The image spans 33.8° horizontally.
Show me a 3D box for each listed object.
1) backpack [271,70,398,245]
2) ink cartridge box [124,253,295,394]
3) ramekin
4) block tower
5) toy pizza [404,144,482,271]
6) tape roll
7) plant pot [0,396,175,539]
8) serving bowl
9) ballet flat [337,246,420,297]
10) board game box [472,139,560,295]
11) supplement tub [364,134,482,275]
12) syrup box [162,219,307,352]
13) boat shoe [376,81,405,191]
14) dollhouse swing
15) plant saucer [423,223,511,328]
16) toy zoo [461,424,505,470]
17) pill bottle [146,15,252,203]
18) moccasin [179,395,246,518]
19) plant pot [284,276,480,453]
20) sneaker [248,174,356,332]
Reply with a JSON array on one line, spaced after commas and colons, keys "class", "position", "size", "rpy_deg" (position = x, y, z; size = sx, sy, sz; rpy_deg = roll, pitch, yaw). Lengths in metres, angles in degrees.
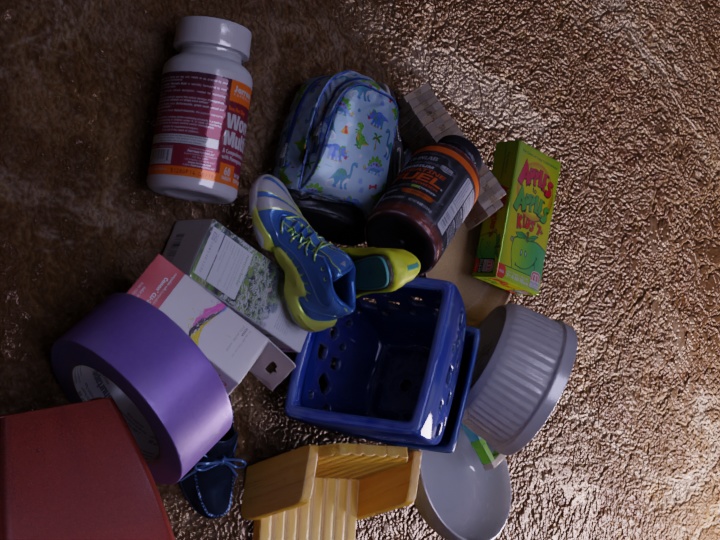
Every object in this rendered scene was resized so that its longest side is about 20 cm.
[{"class": "backpack", "position": [-0.031, -0.155, 1.529], "size": [0.162, 0.153, 0.203], "rpy_deg": [21, 65, -34]}, {"class": "ink cartridge box", "position": [-0.179, 0.084, 1.347], "size": [0.199, 0.117, 0.068], "rpy_deg": [38, 62, -3]}, {"class": "ramekin", "position": [0.203, 0.141, 1.637], "size": [0.104, 0.200, 0.202], "rpy_deg": [29, 69, -8]}, {"class": "block tower", "position": [0.122, -0.158, 1.651], "size": [0.054, 0.058, 0.201], "rpy_deg": [-34, 89, -36]}, {"class": "toy pizza", "position": [0.109, -0.096, 1.716], "size": [0.198, 0.031, 0.204], "rpy_deg": [0, 90, -42]}, {"class": "tape roll", "position": [-0.239, 0.130, 1.292], "size": [0.085, 0.198, 0.202], "rpy_deg": [-44, 119, -32]}, {"class": "plant pot", "position": [-0.331, 0.233, 1.229], "size": [0.198, 0.198, 0.179], "rpy_deg": [-7, 85, -42]}, {"class": "serving bowl", "position": [0.130, 0.299, 1.707], "size": [0.199, 0.065, 0.203], "rpy_deg": [26, 52, -38]}, {"class": "ballet flat", "position": [0.000, 0.000, 1.464], "size": [0.066, 0.199, 0.068], "rpy_deg": [-17, 99, -37]}, {"class": "board game box", "position": [0.229, -0.076, 1.725], "size": [0.101, 0.047, 0.203], "rpy_deg": [20, 77, -41]}, {"class": "supplement tub", "position": [0.089, -0.092, 1.527], "size": [0.108, 0.106, 0.201], "rpy_deg": [60, 42, -26]}, {"class": "syrup box", "position": [-0.148, 0.022, 1.452], "size": [0.199, 0.081, 0.080], "rpy_deg": [38, 65, -38]}, {"class": "boat shoe", "position": [0.028, -0.153, 1.617], "size": [0.062, 0.072, 0.204], "rpy_deg": [0, 95, -45]}, {"class": "dollhouse swing", "position": [-0.033, 0.330, 1.518], "size": [0.198, 0.181, 0.179], "rpy_deg": [12, 63, -42]}, {"class": "plant saucer", "position": [0.150, -0.018, 1.709], "size": [0.198, 0.035, 0.204], "rpy_deg": [-1, 91, -43]}, {"class": "toy zoo", "position": [0.175, 0.175, 1.750], "size": [0.131, 0.020, 0.202], "rpy_deg": [-31, 94, -48]}, {"class": "pill bottle", "position": [-0.185, -0.187, 1.393], "size": [0.109, 0.109, 0.204], "rpy_deg": [12, 83, -41]}, {"class": "moccasin", "position": [-0.185, 0.205, 1.431], "size": [0.080, 0.068, 0.203], "rpy_deg": [-17, 102, -40]}, {"class": "plant pot", "position": [0.041, 0.128, 1.540], "size": [0.180, 0.197, 0.203], "rpy_deg": [42, 58, -57]}, {"class": "sneaker", "position": [-0.058, -0.028, 1.419], "size": [0.076, 0.104, 0.203], "rpy_deg": [-35, 106, -48]}]
